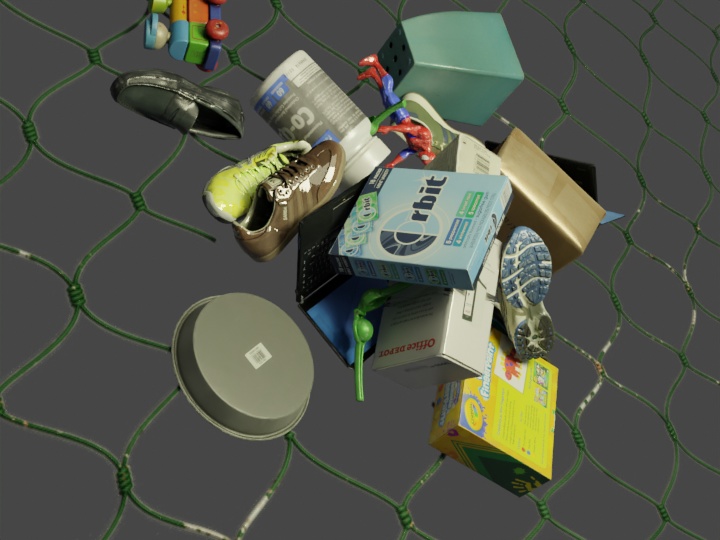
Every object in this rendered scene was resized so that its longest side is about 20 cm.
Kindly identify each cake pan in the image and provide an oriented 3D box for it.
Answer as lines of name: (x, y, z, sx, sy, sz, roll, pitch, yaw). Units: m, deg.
cake pan: (-0.139, 0.113, 1.399, 0.199, 0.037, 0.201, 21, 49, -27)

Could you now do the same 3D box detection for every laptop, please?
laptop: (0.000, 0.000, 1.542, 0.103, 0.201, 0.177, 21, 35, 25)
laptop: (0.317, -0.145, 1.808, 0.186, 0.201, 0.116, 16, 52, 29)

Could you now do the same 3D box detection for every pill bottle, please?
pill bottle: (-0.057, -0.212, 1.639, 0.200, 0.114, 0.114, 46, 43, -3)

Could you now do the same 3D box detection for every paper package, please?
paper package: (0.243, -0.086, 1.737, 0.200, 0.191, 0.104, 42, 53, -6)

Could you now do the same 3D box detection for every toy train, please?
toy train: (-0.258, -0.389, 1.634, 0.115, 0.085, 0.201, 7, 56, -20)

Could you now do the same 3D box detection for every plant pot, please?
plant pot: (0.140, -0.347, 1.882, 0.199, 0.141, 0.142, 1, 60, -31)

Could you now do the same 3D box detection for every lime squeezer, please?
lime squeezer: (-0.017, -0.233, 1.693, 0.038, 0.199, 0.071, -68, 150, -22)
lime squeezer: (0.022, 0.072, 1.497, 0.070, 0.201, 0.038, 29, 0, 10)

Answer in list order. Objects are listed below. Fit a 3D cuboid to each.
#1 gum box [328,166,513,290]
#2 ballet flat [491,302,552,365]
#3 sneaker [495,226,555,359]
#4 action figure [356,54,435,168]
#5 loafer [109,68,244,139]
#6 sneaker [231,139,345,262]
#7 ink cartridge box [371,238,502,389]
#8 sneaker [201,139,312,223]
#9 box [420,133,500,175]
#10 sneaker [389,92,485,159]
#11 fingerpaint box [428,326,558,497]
gum box: (0.081, -0.060, 1.482, 0.171, 0.199, 0.045, -63, 146, -34)
ballet flat: (0.209, 0.095, 1.682, 0.200, 0.068, 0.069, 40, 33, -25)
sneaker: (0.220, 0.025, 1.579, 0.076, 0.201, 0.085, -14, 28, -14)
action figure: (0.039, -0.230, 1.745, 0.099, 0.065, 0.200, -32, 73, -13)
loafer: (-0.244, -0.223, 1.527, 0.200, 0.068, 0.071, 9, 46, -39)
sneaker: (-0.094, -0.105, 1.495, 0.201, 0.070, 0.076, -56, 139, -13)
ink cartridge box: (0.105, 0.050, 1.530, 0.084, 0.146, 0.201, 28, 61, -32)
sneaker: (-0.142, -0.133, 1.541, 0.076, 0.076, 0.200, 49, 44, -2)
box: (0.112, -0.096, 1.631, 0.077, 0.200, 0.095, 28, 47, -21)
sneaker: (0.127, -0.198, 1.817, 0.200, 0.067, 0.090, 40, 44, -2)
fingerpaint box: (0.191, 0.191, 1.585, 0.166, 0.073, 0.201, 32, 44, -19)
